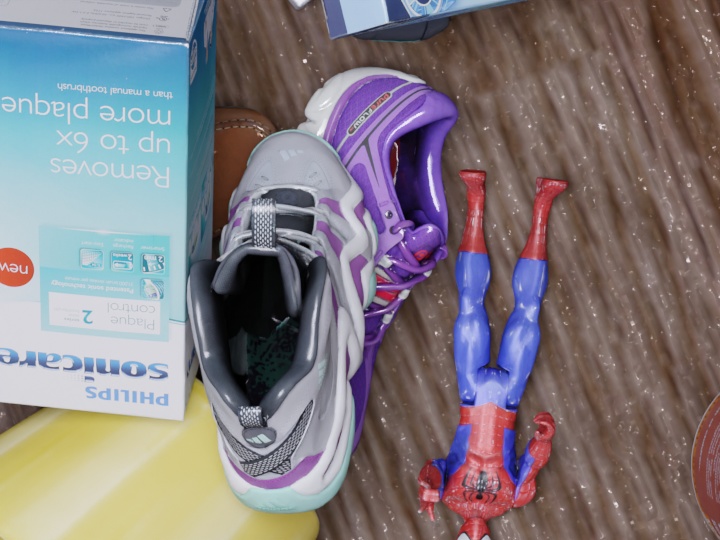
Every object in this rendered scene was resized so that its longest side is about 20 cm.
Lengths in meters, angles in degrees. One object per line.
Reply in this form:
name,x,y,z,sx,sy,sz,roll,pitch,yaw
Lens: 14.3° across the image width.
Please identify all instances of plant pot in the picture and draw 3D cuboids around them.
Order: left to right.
plant pot,-0.130,0.145,1.379,0.201,0.201,0.189,45,75,-2

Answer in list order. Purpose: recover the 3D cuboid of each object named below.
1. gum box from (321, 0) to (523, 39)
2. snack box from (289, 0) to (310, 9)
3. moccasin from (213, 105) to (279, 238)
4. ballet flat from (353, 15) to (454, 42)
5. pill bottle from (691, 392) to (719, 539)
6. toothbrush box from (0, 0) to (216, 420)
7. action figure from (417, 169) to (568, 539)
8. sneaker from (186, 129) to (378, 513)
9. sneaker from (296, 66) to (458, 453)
gum box,0.049,-0.210,1.376,0.200,0.045,0.170,-15,93,-42
snack box,-0.066,-0.231,1.441,0.072,0.024,0.200,-39,93,-1
moccasin,-0.131,-0.024,1.416,0.201,0.078,0.074,-18,106,-1
ballet flat,-0.012,-0.203,1.400,0.073,0.073,0.200,-19,93,-1
pill bottle,0.225,0.102,1.373,0.112,0.200,0.112,0,92,-1
toothbrush box,-0.143,-0.041,1.302,0.146,0.085,0.200,6,124,4
action figure,0.066,0.053,1.422,0.065,0.099,0.200,6,94,0
sneaker,-0.036,-0.004,1.301,0.078,0.140,0.200,-6,59,5
sneaker,0.000,0.000,1.409,0.083,0.081,0.200,12,92,36
